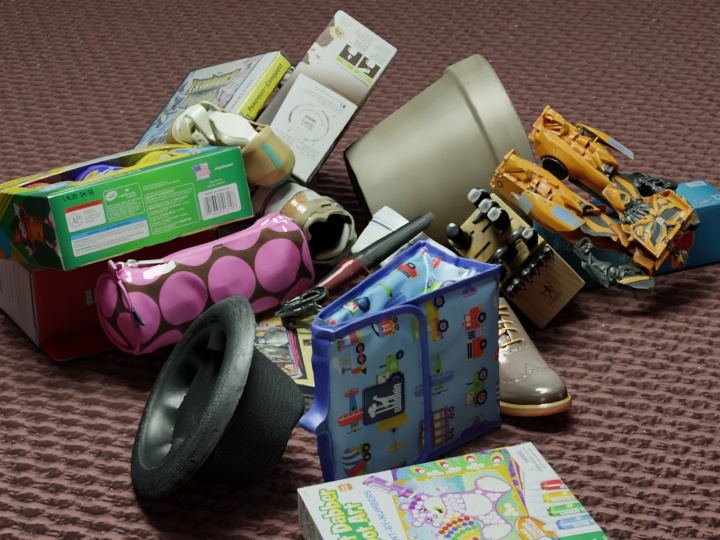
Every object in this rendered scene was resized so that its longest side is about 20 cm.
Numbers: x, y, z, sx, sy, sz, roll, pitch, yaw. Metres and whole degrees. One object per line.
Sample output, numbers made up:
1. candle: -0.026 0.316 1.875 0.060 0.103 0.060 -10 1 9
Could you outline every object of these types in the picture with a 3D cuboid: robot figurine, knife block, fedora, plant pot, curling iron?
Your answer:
1. robot figurine: 0.234 -0.067 1.658 0.200 0.058 0.145 34 61 10
2. knife block: 0.123 -0.032 1.622 0.064 0.176 0.200 -46 31 2
3. fedora: -0.107 0.117 1.384 0.091 0.201 0.201 29 17 -18
4. plant pot: 0.081 -0.104 1.799 0.173 0.201 0.200 -22 26 -3
5. curling iron: 0.000 0.000 1.612 0.200 0.026 0.049 -35 28 -32

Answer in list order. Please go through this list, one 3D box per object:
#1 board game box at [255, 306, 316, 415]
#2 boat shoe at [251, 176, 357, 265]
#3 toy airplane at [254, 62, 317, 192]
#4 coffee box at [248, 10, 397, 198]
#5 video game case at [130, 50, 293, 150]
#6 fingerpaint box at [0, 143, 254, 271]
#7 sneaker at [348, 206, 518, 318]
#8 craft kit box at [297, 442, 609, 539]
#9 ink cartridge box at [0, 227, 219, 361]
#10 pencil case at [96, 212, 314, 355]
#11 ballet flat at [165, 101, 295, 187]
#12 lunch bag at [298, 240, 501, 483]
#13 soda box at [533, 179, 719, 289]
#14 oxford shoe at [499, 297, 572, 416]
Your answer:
1. board game box: -0.052 0.083 1.550 0.199 0.035 0.135 9 27 24
2. boat shoe: -0.043 -0.036 1.708 0.068 0.075 0.200 37 4 23
3. toy airplane: -0.108 -0.129 1.935 0.200 0.141 0.199 -33 1 -30
4. coffee box: -0.055 -0.158 1.789 0.080 0.113 0.200 34 60 -2
5. video game case: -0.181 -0.160 1.891 0.200 0.026 0.181 -2 50 54
6. fingerpaint box: -0.229 -0.065 1.600 0.199 0.074 0.167 -18 14 -31
7. sneaker: 0.069 0.015 1.662 0.071 0.073 0.200 -50 51 -4
8. craft kit box: 0.073 0.206 1.256 0.197 0.049 0.200 -12 26 -14
9. ink cartridge box: -0.244 0.002 1.691 0.199 0.084 0.175 -15 28 -27
10. pencil case: -0.141 0.007 1.572 0.199 0.094 0.091 -21 24 -30
11. ballet flat: -0.135 -0.136 1.663 0.200 0.063 0.069 21 63 47
12. lunch bag: 0.021 0.085 1.396 0.094 0.151 0.200 18 31 38
13. soda box: 0.276 -0.035 1.736 0.199 0.068 0.064 -11 27 -17
14. oxford shoe: 0.118 0.069 1.516 0.071 0.073 0.200 -15 27 -26
